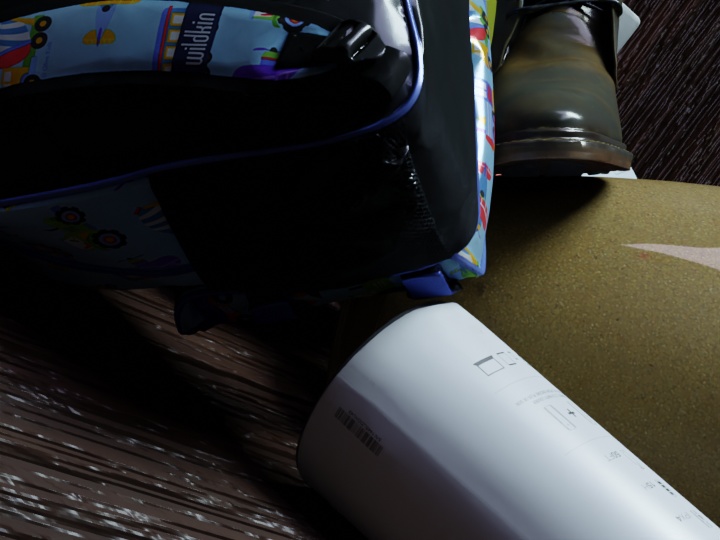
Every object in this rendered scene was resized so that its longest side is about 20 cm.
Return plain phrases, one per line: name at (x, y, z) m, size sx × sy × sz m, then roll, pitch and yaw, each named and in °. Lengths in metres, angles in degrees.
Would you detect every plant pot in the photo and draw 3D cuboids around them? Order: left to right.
plant pot at (0.095, 0.037, 0.836) m, size 0.199 × 0.187 × 0.186 m, roll 18°, pitch 12°, yaw -9°

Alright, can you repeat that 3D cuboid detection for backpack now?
backpack at (-0.064, -0.068, 0.725) m, size 0.135 × 0.199 × 0.183 m, roll 61°, pitch 21°, yaw -52°

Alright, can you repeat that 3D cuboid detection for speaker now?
speaker at (0.075, 0.099, 0.675) m, size 0.200 × 0.081 × 0.081 m, roll 40°, pitch 10°, yaw 25°

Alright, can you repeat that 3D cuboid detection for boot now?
boot at (0.069, -0.087, 0.827) m, size 0.074 × 0.097 × 0.200 m, roll 0°, pitch 7°, yaw 3°

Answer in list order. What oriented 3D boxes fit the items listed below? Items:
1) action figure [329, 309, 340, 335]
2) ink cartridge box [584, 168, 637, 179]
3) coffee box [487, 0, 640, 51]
action figure at (0.000, 0.000, 0.982) m, size 0.200 × 0.055 × 0.118 m, roll 37°, pitch 6°, yaw -28°
ink cartridge box at (0.114, 0.003, 1.069) m, size 0.163 × 0.057 × 0.200 m, roll 63°, pitch 19°, yaw 3°
coffee box at (0.009, -0.126, 1.185) m, size 0.200 × 0.200 × 0.198 m, roll 38°, pitch 9°, yaw 10°
